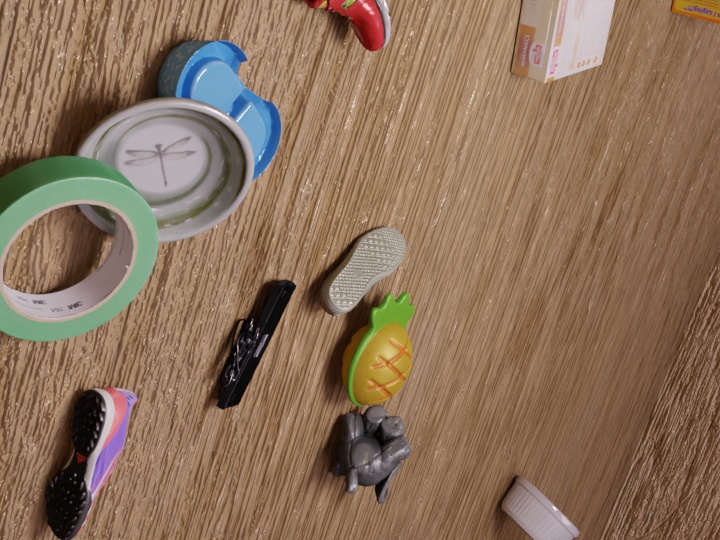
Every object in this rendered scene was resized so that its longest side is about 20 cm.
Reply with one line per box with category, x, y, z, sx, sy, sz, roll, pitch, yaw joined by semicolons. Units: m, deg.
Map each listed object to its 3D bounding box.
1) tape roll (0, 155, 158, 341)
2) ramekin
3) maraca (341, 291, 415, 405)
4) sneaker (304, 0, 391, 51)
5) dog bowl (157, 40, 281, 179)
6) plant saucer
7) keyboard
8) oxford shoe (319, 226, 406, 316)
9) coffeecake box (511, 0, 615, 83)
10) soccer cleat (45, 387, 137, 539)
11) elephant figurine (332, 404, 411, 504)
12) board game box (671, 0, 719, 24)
tape roll;-0.311;-0.020;1.002;0.200;0.048;0.201;-25;137;-26
ramekin;0.435;0.608;2.364;0.094;0.202;0.202;-45;144;-6
maraca;0.033;0.129;1.561;0.137;0.107;0.201;-5;116;-55
sneaker;-0.030;-0.347;1.195;0.085;0.077;0.200;-47;133;-15
dog bowl;-0.166;-0.188;1.127;0.112;0.049;0.200;-53;146;-15
plant saucer;-0.218;-0.118;1.059;0.199;0.050;0.201;-12;138;-11
keyboard;-0.158;0.099;1.360;0.201;0.039;0.104;-65;170;0
oxford shoe;0.000;0.000;1.481;0.200;0.075;0.058;-47;-174;-36
coffeecake box;0.354;-0.422;1.655;0.200;0.073;0.154;-25;131;-44
soccer cleat;-0.328;0.239;1.183;0.073;0.068;0.201;3;107;-59
elephant figurine;0.023;0.336;1.684;0.154;0.142;0.200;-17;148;-12
board game box;0.804;-0.636;2.009;0.199;0.199;0.201;-30;134;-40
